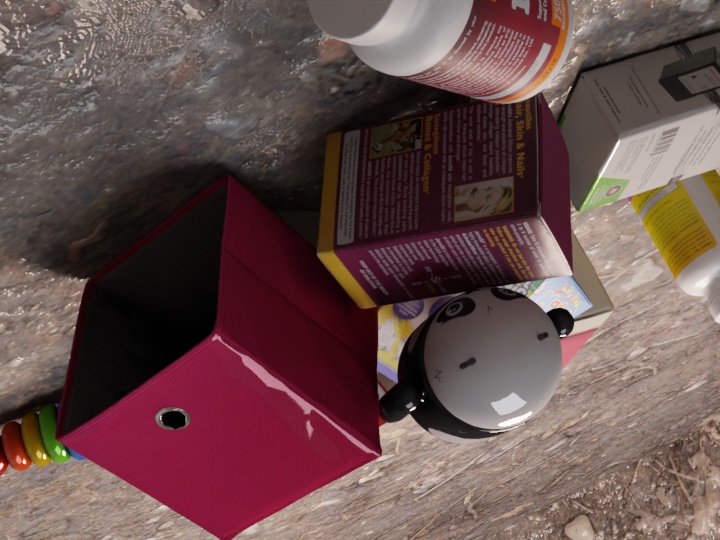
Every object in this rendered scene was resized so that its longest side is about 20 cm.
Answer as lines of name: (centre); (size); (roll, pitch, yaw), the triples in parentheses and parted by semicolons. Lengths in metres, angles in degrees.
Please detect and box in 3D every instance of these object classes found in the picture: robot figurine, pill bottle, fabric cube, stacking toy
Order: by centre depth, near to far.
pill bottle: (0.059, -0.189, 0.892); (0.113, 0.113, 0.199); (-40, 153, 31)
fabric cube: (-0.118, 0.082, 1.082); (0.196, 0.201, 0.199); (-33, 125, 25)
robot figurine: (0.100, 0.083, 1.085); (0.151, 0.124, 0.200); (-65, -177, -16)
stacking toy: (-0.332, 0.179, 1.332); (0.199, 0.086, 0.085); (-18, 157, -4)
pill bottle: (0.394, -0.043, 1.433); (0.104, 0.201, 0.104); (-21, 157, -9)

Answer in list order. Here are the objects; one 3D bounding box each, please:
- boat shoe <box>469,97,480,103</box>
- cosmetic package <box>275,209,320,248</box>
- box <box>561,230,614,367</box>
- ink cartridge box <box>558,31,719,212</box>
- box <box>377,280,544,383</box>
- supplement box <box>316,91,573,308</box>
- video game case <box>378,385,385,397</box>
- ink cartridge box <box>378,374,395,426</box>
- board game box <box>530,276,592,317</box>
boat shoe: (0.128, -0.124, 1.136); (0.060, 0.072, 0.201); (6, 155, 5)
cosmetic package: (0.000, 0.000, 1.236); (0.199, 0.073, 0.104); (2, 137, -30)
box: (0.208, 0.055, 1.545); (0.108, 0.128, 0.200); (-14, 154, -24)
ink cartridge box: (0.308, -0.153, 1.259); (0.199, 0.084, 0.146); (-18, 156, -16)
box: (0.086, 0.023, 1.187); (0.117, 0.048, 0.200); (33, 107, -24)
supplement box: (0.074, -0.059, 1.065); (0.199, 0.132, 0.103); (-9, 147, 22)
video game case: (-0.099, 0.134, 1.304); (0.200, 0.182, 0.023); (-40, -173, 1)
ink cartridge box: (0.043, 0.128, 1.520); (0.199, 0.050, 0.161); (-25, -166, -7)
board game box: (0.131, 0.052, 1.291); (0.199, 0.037, 0.151); (-33, 146, 10)
